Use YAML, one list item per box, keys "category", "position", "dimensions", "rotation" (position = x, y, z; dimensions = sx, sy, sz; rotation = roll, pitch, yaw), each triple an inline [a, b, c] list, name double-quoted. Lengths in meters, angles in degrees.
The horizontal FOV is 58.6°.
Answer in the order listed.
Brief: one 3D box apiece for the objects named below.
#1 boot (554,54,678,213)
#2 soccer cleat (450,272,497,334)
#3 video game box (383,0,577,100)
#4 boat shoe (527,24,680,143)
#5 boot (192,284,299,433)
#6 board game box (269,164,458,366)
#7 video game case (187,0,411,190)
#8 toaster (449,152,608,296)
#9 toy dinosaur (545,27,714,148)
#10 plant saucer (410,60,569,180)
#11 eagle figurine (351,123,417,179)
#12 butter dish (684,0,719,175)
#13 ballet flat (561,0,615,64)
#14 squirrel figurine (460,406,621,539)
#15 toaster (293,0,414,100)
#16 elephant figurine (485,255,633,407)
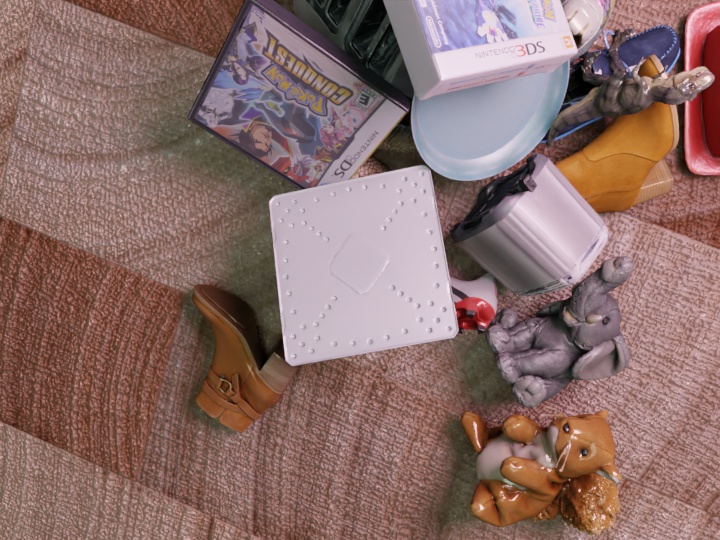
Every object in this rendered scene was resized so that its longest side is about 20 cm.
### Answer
- category: "boot"
  position: [0.289, -0.140, 0.754]
  dimensions: [0.141, 0.072, 0.203]
  rotation: [-14, 135, 14]
- category: "soccer cleat"
  position: [0.094, 0.044, 0.873]
  dimensions: [0.196, 0.086, 0.069]
  rotation: [-7, 132, 34]
- category: "video game box"
  position: [0.098, -0.274, 0.593]
  dimensions: [0.047, 0.179, 0.204]
  rotation: [-21, 89, 58]
- category: "boat shoe"
  position: [0.284, -0.224, 0.762]
  dimensions: [0.198, 0.068, 0.085]
  rotation: [-36, 50, 13]
- category: "boot"
  position: [-0.199, 0.131, 0.945]
  dimensions: [0.199, 0.077, 0.156]
  rotation: [39, 109, -7]
- category: "board game box"
  position: [0.000, -0.006, 0.740]
  dimensions: [0.195, 0.026, 0.205]
  rotation: [-10, 74, 7]
- category: "video game case"
  position: [-0.073, -0.179, 0.713]
  dimensions: [0.198, 0.026, 0.181]
  rotation: [30, 137, -18]
- category: "toaster"
  position: [0.203, -0.050, 0.769]
  dimensions: [0.129, 0.200, 0.114]
  rotation: [41, 74, -5]
- category: "toy dinosaur"
  position: [0.267, -0.200, 0.687]
  dimensions: [0.047, 0.198, 0.091]
  rotation: [-4, 87, -33]
- category: "plant saucer"
  position: [0.141, -0.197, 0.717]
  dimensions: [0.196, 0.028, 0.203]
  rotation: [-14, 131, -16]
- category: "eagle figurine"
  position: [0.004, -0.161, 0.814]
  dimensions: [0.199, 0.152, 0.151]
  rotation: [42, 85, 5]
- category: "butter dish"
  position: [0.477, -0.208, 0.704]
  dimensions: [0.195, 0.148, 0.205]
  rotation: [-4, 102, 11]
- category: "ballet flat"
  position: [0.233, -0.273, 0.774]
  dimensions: [0.069, 0.071, 0.200]
  rotation: [46, 105, -1]
- category: "squirrel figurine"
  position: [0.255, 0.252, 0.830]
  dimensions: [0.199, 0.143, 0.185]
  rotation: [39, 125, -25]
- category: "toaster"
  position: [0.032, -0.302, 0.718]
  dimensions: [0.182, 0.117, 0.200]
  rotation: [55, 140, 13]
- category: "elephant figurine"
  position: [0.269, 0.081, 0.800]
  dimensions: [0.198, 0.155, 0.143]
  rotation: [-32, 88, 18]
